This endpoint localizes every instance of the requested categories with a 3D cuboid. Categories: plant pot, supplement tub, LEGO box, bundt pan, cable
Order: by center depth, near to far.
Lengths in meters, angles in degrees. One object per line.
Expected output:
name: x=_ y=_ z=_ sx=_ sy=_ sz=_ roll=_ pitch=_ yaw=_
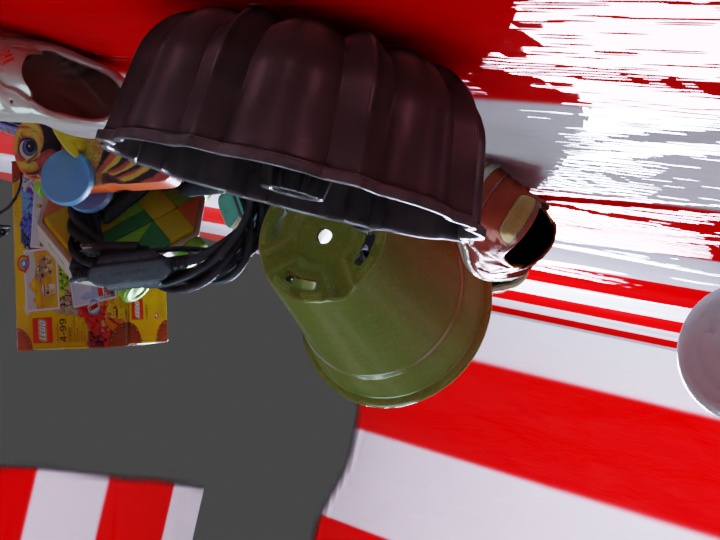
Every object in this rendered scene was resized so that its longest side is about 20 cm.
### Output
bundt pan: x=-0.026 y=-0.074 z=0.614 sx=0.198 sy=0.077 sz=0.202 roll=13 pitch=176 yaw=1
plant pot: x=0.000 y=0.000 z=1.114 sx=0.197 sy=0.203 sz=0.190 roll=12 pitch=164 yaw=26
cable: x=-0.169 y=-0.047 z=1.123 sx=0.196 sy=0.165 sz=0.051 roll=-9 pitch=131 yaw=6
supplement tub: x=0.401 y=0.091 z=1.231 sx=0.130 sy=0.134 sz=0.199 roll=11 pitch=177 yaw=30
LEGO box: x=-0.289 y=-0.019 z=1.311 sx=0.147 sy=0.204 sz=0.077 roll=-4 pitch=177 yaw=24

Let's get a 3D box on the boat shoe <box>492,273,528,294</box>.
boat shoe: x=0.109 y=-0.012 z=1.285 sx=0.066 sy=0.075 sz=0.199 roll=7 pitch=-176 yaw=36

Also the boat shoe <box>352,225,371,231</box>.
boat shoe: x=-0.039 y=-0.075 z=0.785 sx=0.071 sy=0.069 sz=0.199 roll=13 pitch=176 yaw=35

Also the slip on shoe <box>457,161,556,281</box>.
slip on shoe: x=0.113 y=-0.025 z=0.905 sx=0.061 sy=0.075 sz=0.200 roll=31 pitch=177 yaw=18

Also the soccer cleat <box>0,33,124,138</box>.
soccer cleat: x=-0.241 y=-0.126 z=0.791 sx=0.197 sy=0.071 sz=0.077 roll=7 pitch=174 yaw=-17

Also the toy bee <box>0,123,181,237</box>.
toy bee: x=-0.260 y=-0.105 z=1.076 sx=0.197 sy=0.111 sz=0.131 roll=-12 pitch=174 yaw=-13

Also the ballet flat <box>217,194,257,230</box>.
ballet flat: x=-0.099 y=-0.072 z=1.243 sx=0.063 sy=0.077 sz=0.200 roll=-18 pitch=-170 yaw=-14

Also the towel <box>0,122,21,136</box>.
towel: x=-0.380 y=-0.153 z=1.268 sx=0.197 sy=0.023 sz=0.144 roll=14 pitch=176 yaw=-6

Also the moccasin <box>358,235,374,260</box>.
moccasin: x=0.013 y=-0.025 z=1.421 sx=0.197 sy=0.069 sz=0.080 roll=12 pitch=177 yaw=30

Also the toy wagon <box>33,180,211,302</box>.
toy wagon: x=-0.214 y=-0.063 z=1.197 sx=0.155 sy=0.199 sz=0.040 roll=47 pitch=148 yaw=18
